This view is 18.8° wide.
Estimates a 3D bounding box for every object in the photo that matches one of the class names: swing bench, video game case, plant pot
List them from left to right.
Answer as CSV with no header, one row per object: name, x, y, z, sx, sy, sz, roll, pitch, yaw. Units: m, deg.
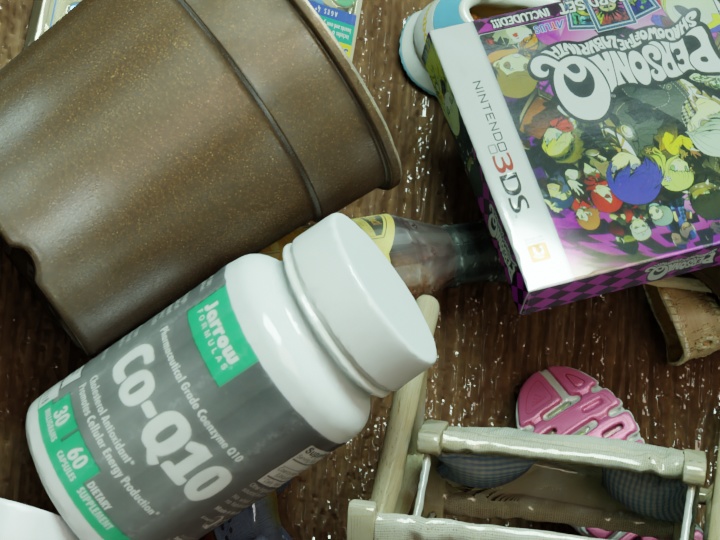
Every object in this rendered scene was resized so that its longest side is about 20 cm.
plant pot,-0.115,-0.069,1.187,0.198,0.200,0.200,-37,96,-8
swing bench,0.107,0.130,1.199,0.198,0.130,0.200,8,37,9
video game case,0.158,-0.081,1.277,0.199,0.036,0.182,-13,65,-12

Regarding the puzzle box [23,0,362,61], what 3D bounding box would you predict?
puzzle box,-0.096,-0.157,1.311,0.199,0.025,0.134,15,74,-22

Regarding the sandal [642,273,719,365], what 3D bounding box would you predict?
sandal,0.201,0.025,1.402,0.211,0.078,0.070,17,104,-14

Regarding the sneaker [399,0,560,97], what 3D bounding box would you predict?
sneaker,0.128,-0.125,1.379,0.199,0.081,0.077,13,72,-24

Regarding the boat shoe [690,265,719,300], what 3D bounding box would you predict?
boat shoe,0.233,-0.025,1.342,0.200,0.072,0.072,27,63,2

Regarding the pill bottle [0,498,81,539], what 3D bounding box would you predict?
pill bottle,-0.207,0.223,1.129,0.116,0.116,0.201,20,71,-20

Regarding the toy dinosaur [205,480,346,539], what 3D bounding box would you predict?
toy dinosaur,-0.062,0.149,1.255,0.105,0.200,0.182,16,95,-60

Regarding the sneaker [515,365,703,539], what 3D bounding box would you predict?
sneaker,0.162,0.151,1.346,0.074,0.087,0.200,-35,72,-7

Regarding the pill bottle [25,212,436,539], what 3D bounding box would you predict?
pill bottle,-0.067,0.063,1.147,0.200,0.113,0.113,-35,96,12

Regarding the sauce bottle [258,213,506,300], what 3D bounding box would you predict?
sauce bottle,0.000,0.000,1.303,0.199,0.066,0.066,-9,83,-29
